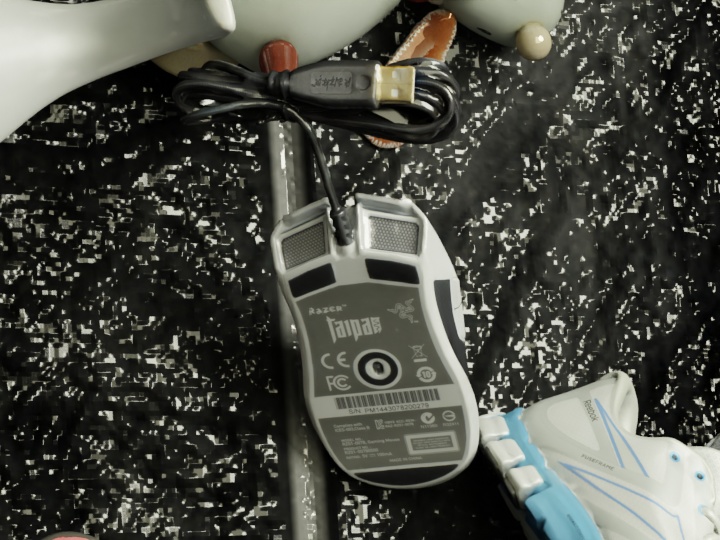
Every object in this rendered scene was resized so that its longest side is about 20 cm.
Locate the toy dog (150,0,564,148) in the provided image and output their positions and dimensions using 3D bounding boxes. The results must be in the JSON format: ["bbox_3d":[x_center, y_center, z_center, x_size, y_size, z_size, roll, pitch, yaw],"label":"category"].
[{"bbox_3d":[0.009,-0.105,0.926,0.199,0.132,0.097,-12,59,-17],"label":"toy dog"}]

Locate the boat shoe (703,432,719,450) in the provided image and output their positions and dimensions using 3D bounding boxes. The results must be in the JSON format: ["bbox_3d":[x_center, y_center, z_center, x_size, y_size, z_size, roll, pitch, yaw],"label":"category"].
[{"bbox_3d":[0.148,0.146,0.951,0.071,0.072,0.200,41,75,-18],"label":"boat shoe"}]

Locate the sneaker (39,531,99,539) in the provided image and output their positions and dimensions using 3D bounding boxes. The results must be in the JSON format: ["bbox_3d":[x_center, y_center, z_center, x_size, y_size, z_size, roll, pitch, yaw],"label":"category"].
[{"bbox_3d":[-0.119,0.189,0.802,0.073,0.087,0.201,25,67,-17],"label":"sneaker"}]

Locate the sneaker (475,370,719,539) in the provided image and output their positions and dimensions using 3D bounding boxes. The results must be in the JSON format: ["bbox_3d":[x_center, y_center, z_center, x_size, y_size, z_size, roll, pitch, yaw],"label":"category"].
[{"bbox_3d":[0.122,0.114,0.881,0.086,0.075,0.200,-28,54,-3],"label":"sneaker"}]

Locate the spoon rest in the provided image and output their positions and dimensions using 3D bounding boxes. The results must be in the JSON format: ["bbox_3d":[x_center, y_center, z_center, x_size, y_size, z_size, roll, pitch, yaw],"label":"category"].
[{"bbox_3d":[-0.148,-0.083,0.868,0.199,0.061,0.100,-13,85,-3],"label":"spoon rest"}]

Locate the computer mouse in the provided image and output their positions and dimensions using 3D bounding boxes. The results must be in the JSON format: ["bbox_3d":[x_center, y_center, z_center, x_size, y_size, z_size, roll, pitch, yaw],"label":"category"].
[{"bbox_3d":[0.000,0.000,0.888,0.044,0.109,0.201,-76,157,-55],"label":"computer mouse"}]
